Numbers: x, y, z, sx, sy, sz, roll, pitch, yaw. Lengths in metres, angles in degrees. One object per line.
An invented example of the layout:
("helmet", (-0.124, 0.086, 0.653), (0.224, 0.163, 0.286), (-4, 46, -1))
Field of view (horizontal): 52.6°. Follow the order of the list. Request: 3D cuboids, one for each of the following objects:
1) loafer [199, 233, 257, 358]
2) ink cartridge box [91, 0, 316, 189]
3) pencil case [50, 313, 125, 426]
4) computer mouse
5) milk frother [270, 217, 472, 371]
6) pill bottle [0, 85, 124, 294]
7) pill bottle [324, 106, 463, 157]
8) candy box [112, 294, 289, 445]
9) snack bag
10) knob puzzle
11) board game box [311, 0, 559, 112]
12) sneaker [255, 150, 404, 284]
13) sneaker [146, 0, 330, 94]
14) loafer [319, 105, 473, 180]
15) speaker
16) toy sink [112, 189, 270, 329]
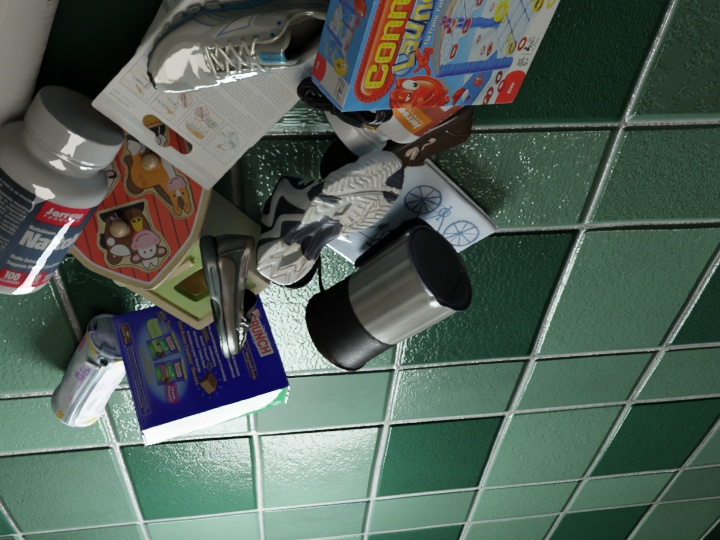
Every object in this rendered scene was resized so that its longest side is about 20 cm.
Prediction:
("loafer", (-0.149, 0.035, 0.873), (0.063, 0.072, 0.200), (-12, 140, -12))
("ink cartridge box", (-0.150, -0.204, 0.751), (0.200, 0.057, 0.163), (-41, 132, 13))
("pencil case", (-0.395, 0.153, 1.089), (0.083, 0.091, 0.200), (18, 131, -28))
("computer mouse", (0.018, -0.240, 0.715), (0.044, 0.110, 0.200), (16, 102, -57))
("milk frother", (0.000, 0.000, 0.912), (0.200, 0.181, 0.188), (25, 133, -39))
("pill bottle", (-0.333, -0.083, 0.749), (0.120, 0.120, 0.200), (26, 116, -33))
("pill bottle", (0.061, -0.208, 0.775), (0.200, 0.112, 0.112), (-33, 133, 23))
("candy box", (-0.217, 0.124, 1.000), (0.200, 0.169, 0.077), (-15, 156, -17))
("snack bag", (0.061, -0.056, 1.007), (0.200, 0.021, 0.189), (-33, 132, 27))
("knob puzzle", (-0.261, -0.075, 0.813), (0.219, 0.220, 0.030), (-16, 180, 6))
("board game box", (0.077, -0.231, 0.589), (0.196, 0.056, 0.200), (-12, 139, -33))
("sneaker", (-0.045, -0.086, 0.830), (0.079, 0.130, 0.199), (31, 115, -34))
("sneaker", (-0.103, -0.212, 0.681), (0.200, 0.087, 0.075), (-24, 133, -5))
("loafer", (0.047, -0.143, 0.871), (0.200, 0.073, 0.071), (-21, 139, 14))
("speaker", (-0.344, -0.225, 0.700), (0.081, 0.081, 0.200), (16, 133, -26))
("toy sink", (-0.227, -0.032, 0.907), (0.130, 0.112, 0.200), (-30, 134, 20))
